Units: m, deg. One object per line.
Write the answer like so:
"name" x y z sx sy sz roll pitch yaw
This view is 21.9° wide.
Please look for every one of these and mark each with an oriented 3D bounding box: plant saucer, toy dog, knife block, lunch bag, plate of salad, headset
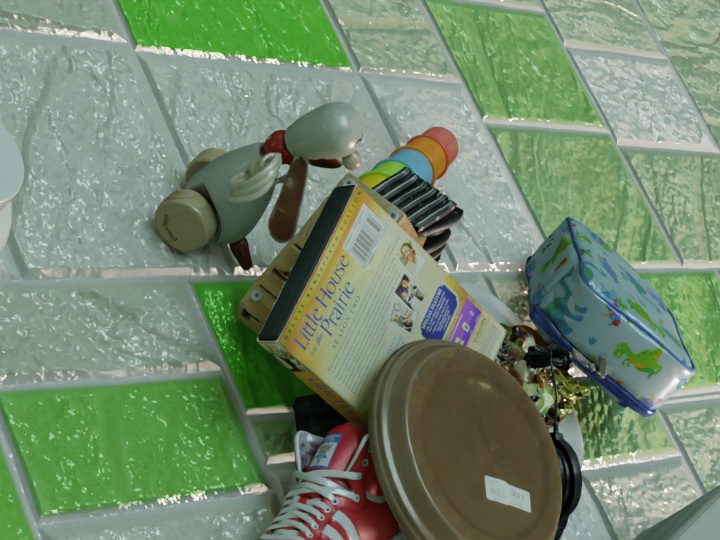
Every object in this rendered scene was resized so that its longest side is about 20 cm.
"plant saucer" 0.087 0.141 1.405 0.200 0.029 0.201 27 49 -35
"toy dog" -0.072 -0.057 1.482 0.132 0.200 0.097 -47 111 -30
"knife block" 0.000 0.000 1.545 0.064 0.200 0.176 37 -8 21
"lunch bag" 0.233 0.045 1.748 0.161 0.083 0.200 39 16 -13
"plate of salad" 0.145 0.092 1.652 0.200 0.048 0.201 43 27 -28
"headset" 0.124 0.154 1.536 0.123 0.094 0.201 32 77 -26

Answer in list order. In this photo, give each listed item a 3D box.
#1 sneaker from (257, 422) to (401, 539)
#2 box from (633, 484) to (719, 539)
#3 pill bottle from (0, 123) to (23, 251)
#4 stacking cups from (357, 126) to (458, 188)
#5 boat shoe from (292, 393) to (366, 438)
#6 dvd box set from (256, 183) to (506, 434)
"sneaker" -0.036 0.176 1.346 0.200 0.071 0.113 -18 105 -59
"box" 0.299 0.312 1.570 0.199 0.131 0.200 54 36 6
"pill bottle" -0.295 -0.020 1.168 0.112 0.200 0.113 29 40 -27
"stacking cups" 0.042 -0.088 1.718 0.061 0.060 0.200 48 35 -2
"boat shoe" 0.013 0.100 1.504 0.199 0.074 0.066 -23 87 -44
"dvd box set" 0.021 0.051 1.436 0.200 0.029 0.147 42 61 -32
